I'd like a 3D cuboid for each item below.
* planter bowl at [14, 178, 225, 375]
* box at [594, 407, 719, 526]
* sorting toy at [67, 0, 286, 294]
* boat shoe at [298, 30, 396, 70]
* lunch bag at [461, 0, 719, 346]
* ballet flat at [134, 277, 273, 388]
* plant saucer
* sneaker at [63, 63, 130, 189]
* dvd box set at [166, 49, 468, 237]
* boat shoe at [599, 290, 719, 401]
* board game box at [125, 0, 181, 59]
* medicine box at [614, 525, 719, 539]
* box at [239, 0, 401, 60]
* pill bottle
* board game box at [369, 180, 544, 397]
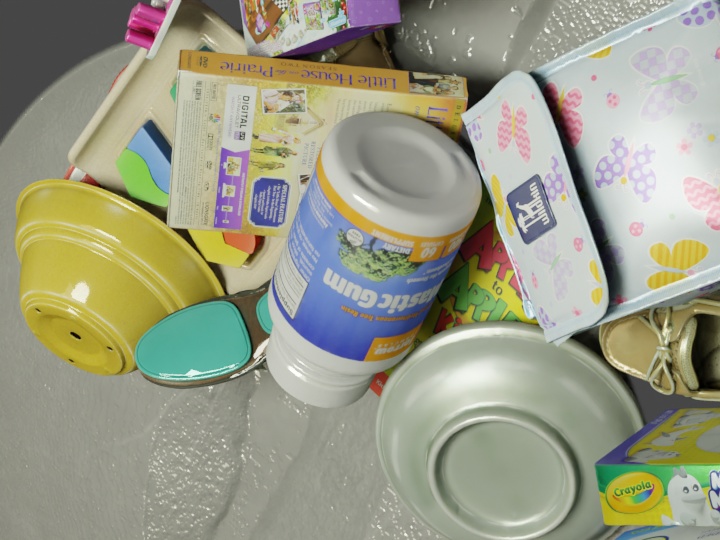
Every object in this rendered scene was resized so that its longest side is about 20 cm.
[{"bbox_3d":[-0.212,0.025,1.298,0.199,0.084,0.201,21,147,14],"label":"planter bowl"},{"bbox_3d":[0.261,0.122,1.014,0.198,0.117,0.049,-4,102,37],"label":"box"},{"bbox_3d":[-0.106,-0.081,1.228,0.199,0.037,0.185,38,123,-7],"label":"sorting toy"},{"bbox_3d":[-0.021,-0.181,1.165,0.201,0.074,0.066,55,133,11],"label":"boat shoe"},{"bbox_3d":[0.170,-0.058,1.007,0.199,0.127,0.172,-21,83,32],"label":"lunch bag"},{"bbox_3d":[-0.076,0.046,1.244,0.198,0.068,0.069,-21,69,15],"label":"ballet flat"},{"bbox_3d":[0.102,0.133,1.131,0.198,0.050,0.202,6,118,12],"label":"plant saucer"},{"bbox_3d":[-0.175,-0.062,1.314,0.115,0.078,0.201,39,124,23],"label":"sneaker"},{"bbox_3d":[-0.034,-0.082,1.129,0.197,0.030,0.147,4,136,-6],"label":"dvd box set"},{"bbox_3d":[0.239,0.052,1.044,0.199,0.063,0.074,9,108,35],"label":"boat shoe"},{"bbox_3d":[-0.117,-0.282,1.150,0.026,0.201,0.201,19,125,-17],"label":"board game box"},{"bbox_3d":[0.216,0.231,1.025,0.181,0.199,0.104,-21,91,38],"label":"medicine box"},{"bbox_3d":[-0.036,-0.214,1.050,0.200,0.039,0.139,-179,80,-68],"label":"box"},{"bbox_3d":[0.000,0.000,1.108,0.112,0.112,0.201,41,134,20],"label":"pill bottle"},{"bbox_3d":[0.092,0.038,1.160,0.101,0.047,0.201,41,124,21],"label":"board game box"}]
